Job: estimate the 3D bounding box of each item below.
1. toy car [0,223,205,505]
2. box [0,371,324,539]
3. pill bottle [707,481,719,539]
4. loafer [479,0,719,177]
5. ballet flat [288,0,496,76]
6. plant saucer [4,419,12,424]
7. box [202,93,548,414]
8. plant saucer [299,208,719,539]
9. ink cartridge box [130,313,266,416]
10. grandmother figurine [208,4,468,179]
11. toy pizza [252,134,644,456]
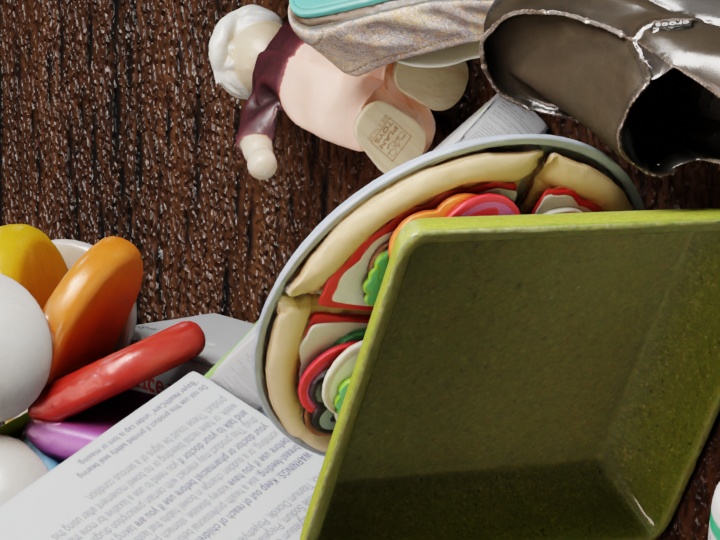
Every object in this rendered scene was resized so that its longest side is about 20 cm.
[{"bbox_3d":[-0.151,0.075,1.353,0.150,0.175,0.200,2,101,18],"label":"toy car"},{"bbox_3d":[-0.066,0.170,1.184,0.200,0.184,0.105,31,126,19],"label":"box"},{"bbox_3d":[0.195,0.187,1.038,0.113,0.113,0.200,27,120,50],"label":"pill bottle"},{"bbox_3d":[0.123,-0.082,1.067,0.200,0.071,0.073,12,139,43],"label":"loafer"},{"bbox_3d":[0.062,-0.132,1.180,0.200,0.068,0.067,-6,138,31],"label":"ballet flat"},{"bbox_3d":[-0.174,0.104,1.622,0.200,0.035,0.201,19,114,51],"label":"plant saucer"},{"bbox_3d":[0.000,0.000,1.251,0.036,0.144,0.200,46,143,-4],"label":"box"},{"bbox_3d":[0.073,0.045,1.109,0.048,0.199,0.200,59,141,44],"label":"plant saucer"},{"bbox_3d":[-0.076,0.134,1.444,0.144,0.085,0.200,13,110,52],"label":"ink cartridge box"},{"bbox_3d":[-0.025,-0.101,1.323,0.061,0.121,0.200,46,171,-31],"label":"grandmother figurine"},{"bbox_3d":[0.046,0.022,1.132,0.032,0.200,0.200,59,142,41],"label":"toy pizza"}]
